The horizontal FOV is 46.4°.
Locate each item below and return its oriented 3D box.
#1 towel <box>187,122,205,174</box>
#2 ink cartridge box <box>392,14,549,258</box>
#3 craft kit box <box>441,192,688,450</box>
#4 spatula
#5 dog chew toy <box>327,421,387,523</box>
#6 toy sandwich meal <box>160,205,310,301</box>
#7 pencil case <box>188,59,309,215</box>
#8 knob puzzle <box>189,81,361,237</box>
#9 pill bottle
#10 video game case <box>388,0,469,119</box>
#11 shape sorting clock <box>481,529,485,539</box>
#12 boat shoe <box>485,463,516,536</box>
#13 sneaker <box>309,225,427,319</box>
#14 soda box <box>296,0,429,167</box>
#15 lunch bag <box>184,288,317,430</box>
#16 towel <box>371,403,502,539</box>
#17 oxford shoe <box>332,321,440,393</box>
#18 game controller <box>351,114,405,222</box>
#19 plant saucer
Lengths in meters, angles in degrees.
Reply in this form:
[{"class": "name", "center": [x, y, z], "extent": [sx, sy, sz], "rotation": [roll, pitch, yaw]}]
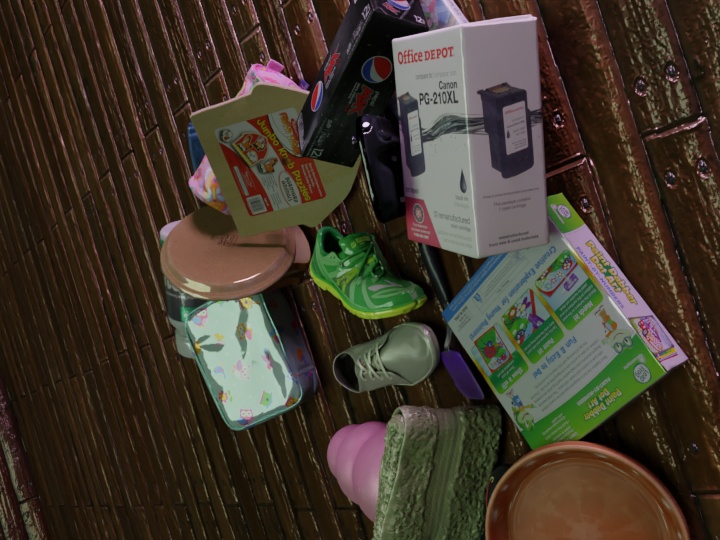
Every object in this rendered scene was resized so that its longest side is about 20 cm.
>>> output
[{"class": "towel", "center": [-0.191, -0.167, 1.233], "extent": [0.199, 0.048, 0.114], "rotation": [7, 109, 50]}, {"class": "ink cartridge box", "center": [0.101, -0.126, 0.791], "extent": [0.144, 0.083, 0.204], "rotation": [-159, 61, -65]}, {"class": "craft kit box", "center": [0.191, 0.063, 0.839], "extent": [0.199, 0.048, 0.201], "rotation": [60, 141, 22]}, {"class": "spatula", "center": [0.098, 0.053, 0.969], "extent": [0.056, 0.020, 0.203], "rotation": [159, 97, -68]}, {"class": "dog chew toy", "center": [0.025, 0.248, 1.061], "extent": [0.199, 0.123, 0.127], "rotation": [6, 108, 59]}, {"class": "toy sandwich meal", "center": [-0.171, -0.018, 1.147], "extent": [0.205, 0.204, 0.071], "rotation": [42, 149, 34]}, {"class": "pencil case", "center": [-0.148, -0.172, 1.102], "extent": [0.088, 0.087, 0.201], "rotation": [46, 116, 30]}, {"class": "knob puzzle", "center": [-0.088, -0.145, 1.048], "extent": [0.031, 0.216, 0.222], "rotation": [-83, 5, -57]}, {"class": "pill bottle", "center": [-0.252, 0.027, 1.328], "extent": [0.112, 0.112, 0.203], "rotation": [18, 117, 47]}, {"class": "video game case", "center": [0.088, -0.192, 0.896], "extent": [0.202, 0.018, 0.143], "rotation": [59, 140, 18]}, {"class": "shape sorting clock", "center": [0.180, 0.403, 0.980], "extent": [0.199, 0.039, 0.203], "rotation": [23, 120, 45]}, {"class": "boat shoe", "center": [0.177, 0.313, 0.911], "extent": [0.063, 0.072, 0.205], "rotation": [171, 95, -73]}, {"class": "sneaker", "center": [0.000, 0.000, 1.031], "extent": [0.199, 0.073, 0.085], "rotation": [27, 127, 44]}, {"class": "soda box", "center": [-0.003, -0.209, 0.914], "extent": [0.201, 0.070, 0.064], "rotation": [-57, 34, 42]}, {"class": "lunch bag", "center": [-0.164, 0.122, 1.232], "extent": [0.159, 0.077, 0.202], "rotation": [-27, 83, 22]}, {"class": "towel", "center": [0.086, 0.245, 0.947], "extent": [0.036, 0.146, 0.203], "rotation": [-142, 57, -62]}, {"class": "oxford shoe", "center": [0.029, 0.114, 1.045], "extent": [0.199, 0.057, 0.076], "rotation": [-24, 81, 54]}, {"class": "game controller", "center": [0.028, -0.107, 0.884], "extent": [0.041, 0.200, 0.106], "rotation": [-3, 96, 11]}, {"class": "plant saucer", "center": [0.222, 0.266, 0.829], "extent": [0.197, 0.032, 0.204], "rotation": [4, 100, 23]}]
